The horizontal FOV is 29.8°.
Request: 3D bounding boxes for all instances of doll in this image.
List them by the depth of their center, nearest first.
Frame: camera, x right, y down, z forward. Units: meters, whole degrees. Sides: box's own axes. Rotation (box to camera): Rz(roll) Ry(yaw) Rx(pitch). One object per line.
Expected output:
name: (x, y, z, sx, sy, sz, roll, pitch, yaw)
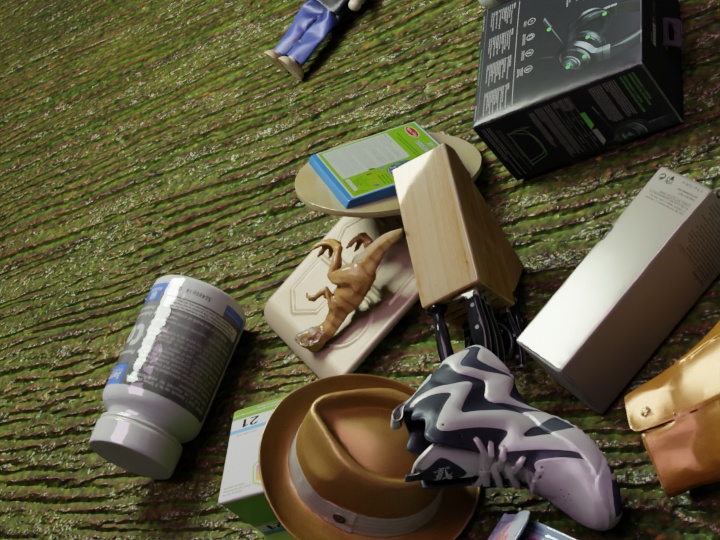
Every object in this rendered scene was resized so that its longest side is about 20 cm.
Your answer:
doll: (-0.044, -0.346, 1.767, 0.200, 0.048, 0.136, -51, 39, -4)

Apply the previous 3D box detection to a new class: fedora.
fedora: (0.010, 0.157, 1.169, 0.200, 0.082, 0.201, 3, 54, -4)

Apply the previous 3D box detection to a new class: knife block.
knife block: (0.087, 0.002, 1.240, 0.064, 0.200, 0.176, -26, 13, 24)

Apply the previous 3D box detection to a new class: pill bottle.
pill bottle: (-0.210, 0.116, 1.467, 0.113, 0.114, 0.201, -4, 54, 42)

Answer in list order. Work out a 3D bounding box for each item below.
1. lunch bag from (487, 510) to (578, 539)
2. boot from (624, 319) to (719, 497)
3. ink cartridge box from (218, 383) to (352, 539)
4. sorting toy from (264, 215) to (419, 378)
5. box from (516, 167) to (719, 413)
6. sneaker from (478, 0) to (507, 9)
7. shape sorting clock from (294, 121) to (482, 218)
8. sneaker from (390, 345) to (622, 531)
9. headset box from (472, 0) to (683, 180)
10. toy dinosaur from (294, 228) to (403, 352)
lunch bag: (0.126, 0.279, 0.995, 0.170, 0.127, 0.200, -53, 31, -11)
boot: (0.275, 0.071, 1.073, 0.144, 0.071, 0.202, -23, 48, 24)
ink cartridge box: (-0.057, 0.217, 1.261, 0.147, 0.076, 0.201, -20, 44, 31)
sorting toy: (0.000, 0.015, 1.425, 0.200, 0.036, 0.185, -52, 37, 1)
box: (0.232, 0.016, 1.158, 0.200, 0.082, 0.068, -48, 38, -3)
sneaker: (0.142, -0.358, 1.589, 0.115, 0.074, 0.200, -17, 37, 36)
shape sorting clock: (0.030, -0.101, 1.429, 0.199, 0.039, 0.200, -11, 28, 6)
sneaker: (0.104, 0.157, 1.091, 0.129, 0.080, 0.199, -29, 61, -27)
headset box: (0.223, -0.209, 1.354, 0.199, 0.093, 0.175, -20, 45, 31)
toy dinosaur: (0.000, 0.000, 1.359, 0.200, 0.060, 0.106, -56, 37, 32)
